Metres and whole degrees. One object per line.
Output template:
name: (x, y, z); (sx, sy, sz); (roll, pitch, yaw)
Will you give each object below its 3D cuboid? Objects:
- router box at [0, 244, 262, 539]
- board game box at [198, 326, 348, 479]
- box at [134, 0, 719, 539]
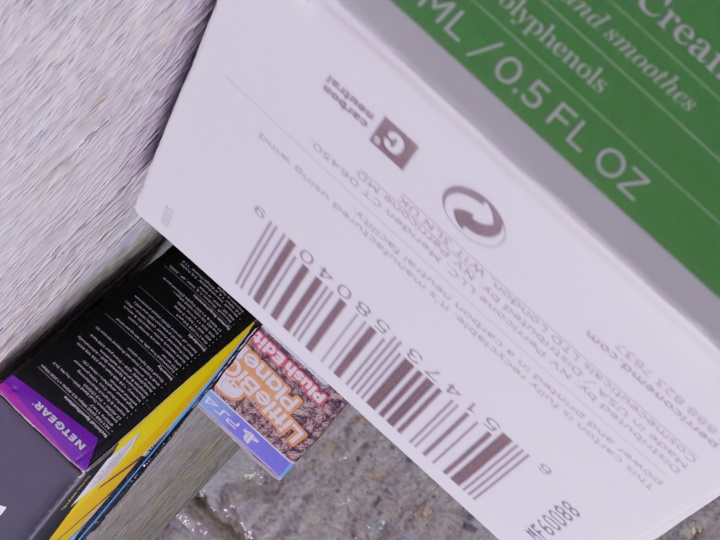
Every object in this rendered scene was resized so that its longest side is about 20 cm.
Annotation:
router box: (-0.131, 0.085, 0.882); (0.200, 0.051, 0.149); (-50, 175, 39)
board game box: (0.000, 0.000, 1.272); (0.200, 0.097, 0.159); (-50, 176, 39)
box: (0.068, -0.043, 0.657); (0.171, 0.199, 0.200); (-47, 177, -25)
